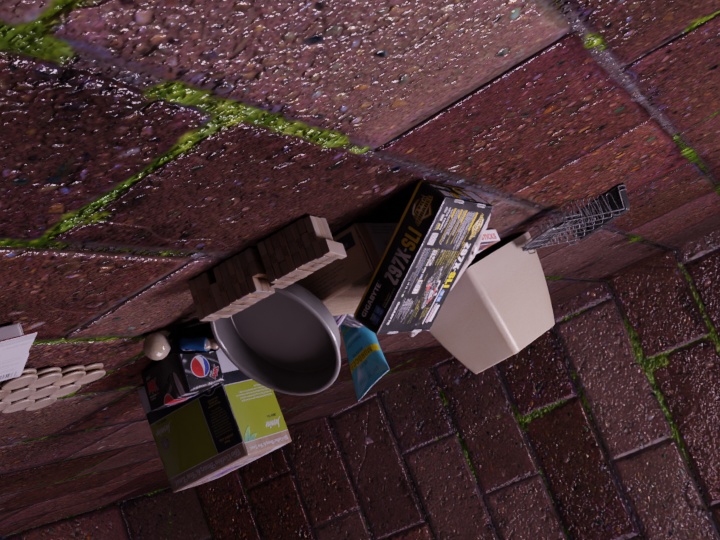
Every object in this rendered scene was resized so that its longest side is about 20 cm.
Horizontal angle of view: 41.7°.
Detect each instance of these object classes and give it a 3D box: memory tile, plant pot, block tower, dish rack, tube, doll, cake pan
[{"bbox_3d":[-0.472,0.170,1.349,0.151,0.017,0.199,-27,167,18],"label":"memory tile"},{"bbox_3d":[0.249,0.075,1.796,0.198,0.179,0.199,-27,174,-40],"label":"plant pot"},{"bbox_3d":[-0.117,-0.003,1.170,0.197,0.059,0.054,-25,168,20],"label":"block tower"},{"bbox_3d":[0.389,-0.090,1.736,0.197,0.056,0.153,-13,163,-33],"label":"dish rack"},{"bbox_3d":[0.000,0.119,1.576,0.050,0.202,0.078,23,121,-32],"label":"tube"},{"bbox_3d":[-0.227,0.097,1.398,0.197,0.050,0.136,-14,-173,-31],"label":"doll"},{"bbox_3d":[-0.112,0.086,1.293,0.199,0.200,0.037,-33,-162,42],"label":"cake pan"}]

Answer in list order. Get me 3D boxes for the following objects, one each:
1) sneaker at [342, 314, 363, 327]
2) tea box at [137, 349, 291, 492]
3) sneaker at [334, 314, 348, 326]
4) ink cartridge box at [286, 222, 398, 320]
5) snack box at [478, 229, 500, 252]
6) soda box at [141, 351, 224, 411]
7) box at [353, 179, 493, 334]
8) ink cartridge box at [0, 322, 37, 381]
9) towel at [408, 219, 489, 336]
[{"bbox_3d":[0.003,0.040,1.533,0.197,0.084,0.074,-9,151,41],"label":"sneaker"},{"bbox_3d":[-0.260,0.259,1.680,0.198,0.200,0.133,-28,167,30],"label":"tea box"},{"bbox_3d":[-0.100,0.076,1.502,0.086,0.076,0.199,-2,157,-47],"label":"sneaker"},{"bbox_3d":[0.000,0.000,1.346,0.163,0.076,0.198,-32,165,30],"label":"ink cartridge box"},{"bbox_3d":[0.157,-0.041,1.581,0.071,0.025,0.198,-30,167,34],"label":"snack box"},{"bbox_3d":[-0.289,0.172,1.521,0.062,0.072,0.199,-14,171,-32],"label":"soda box"},{"bbox_3d":[0.086,-0.013,1.257,0.159,0.049,0.203,-1,121,-61],"label":"box"},{"bbox_3d":[-0.456,0.099,1.007,0.197,0.044,0.173,-15,165,-31],"label":"ink cartridge box"},{"bbox_3d":[0.131,0.004,1.442,0.201,0.034,0.133,-56,-177,32],"label":"towel"}]
